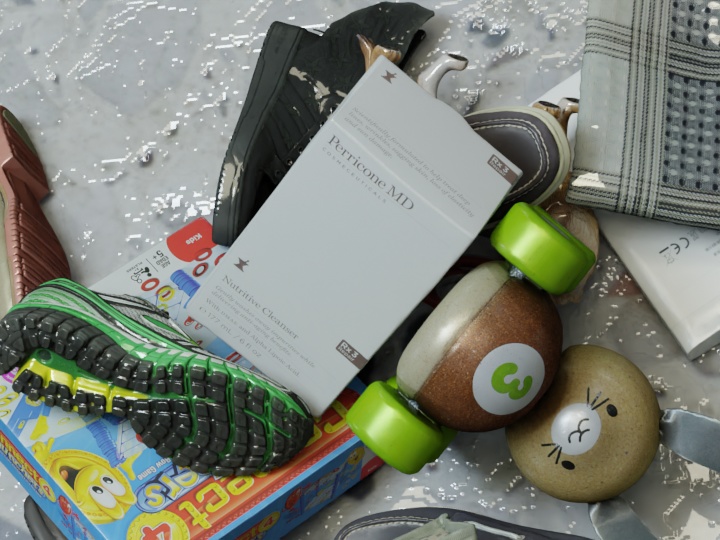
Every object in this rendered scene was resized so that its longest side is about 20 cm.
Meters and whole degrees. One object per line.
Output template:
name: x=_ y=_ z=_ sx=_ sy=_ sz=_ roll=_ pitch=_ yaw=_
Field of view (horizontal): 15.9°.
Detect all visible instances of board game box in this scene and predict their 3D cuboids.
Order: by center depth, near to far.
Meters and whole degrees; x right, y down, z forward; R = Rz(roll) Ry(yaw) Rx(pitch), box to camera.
board game box: x=-0.115 y=0.091 z=1.612 sx=0.200 sy=0.056 sz=0.196 roll=-34 pitch=64 yaw=-25

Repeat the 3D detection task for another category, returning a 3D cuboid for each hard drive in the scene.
hard drive: x=0.209 y=-0.059 z=1.638 sx=0.132 sy=0.027 sz=0.201 roll=-34 pitch=67 yaw=1

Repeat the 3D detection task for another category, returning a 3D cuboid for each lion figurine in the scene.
lion figurine: x=0.069 y=-0.065 z=1.635 sx=0.199 sy=0.072 sz=0.123 roll=24 pitch=109 yaw=21

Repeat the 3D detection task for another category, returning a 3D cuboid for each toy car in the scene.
toy car: x=0.122 y=0.085 z=1.511 sx=0.200 sy=0.158 sz=0.165 roll=40 pitch=96 yaw=6

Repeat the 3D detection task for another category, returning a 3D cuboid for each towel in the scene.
towel: x=0.231 y=-0.116 z=1.608 sx=0.191 sy=0.035 sz=0.201 roll=10 pitch=64 yaw=0

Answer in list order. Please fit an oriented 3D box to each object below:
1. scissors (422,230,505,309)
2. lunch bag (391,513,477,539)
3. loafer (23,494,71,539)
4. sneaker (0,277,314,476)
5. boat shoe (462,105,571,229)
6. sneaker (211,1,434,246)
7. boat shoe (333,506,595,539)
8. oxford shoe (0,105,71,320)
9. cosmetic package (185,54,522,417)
scissors: x=0.000 y=0.000 z=1.644 sx=0.198 sy=0.014 sz=0.074 roll=2 pitch=67 yaw=-4
lunch bag: x=0.001 y=0.256 z=1.469 sx=0.199 sy=0.118 sz=0.165 roll=-25 pitch=92 yaw=-9
loafer: x=-0.130 y=0.201 z=1.613 sx=0.200 sy=0.073 sz=0.071 roll=42 pitch=77 yaw=16
sneaker: x=-0.118 y=0.055 z=1.557 sx=0.199 sy=0.078 sz=0.085 roll=25 pitch=35 yaw=1
boat shoe: x=0.036 y=-0.049 z=1.580 sx=0.199 sy=0.065 sz=0.072 roll=-13 pitch=97 yaw=35
sneaker: x=-0.025 y=-0.095 z=1.677 sx=0.104 sy=0.060 sz=0.201 roll=15 pitch=62 yaw=1
boat shoe: x=0.072 y=0.177 z=1.567 sx=0.199 sy=0.063 sz=0.073 roll=7 pitch=72 yaw=17
oxford shoe: x=-0.243 y=-0.018 z=1.711 sx=0.073 sy=0.071 sz=0.201 roll=-26 pitch=46 yaw=11
cosmetic package: x=-0.006 y=-0.018 z=1.528 sx=0.113 sy=0.200 sz=0.081 roll=38 pitch=45 yaw=0
